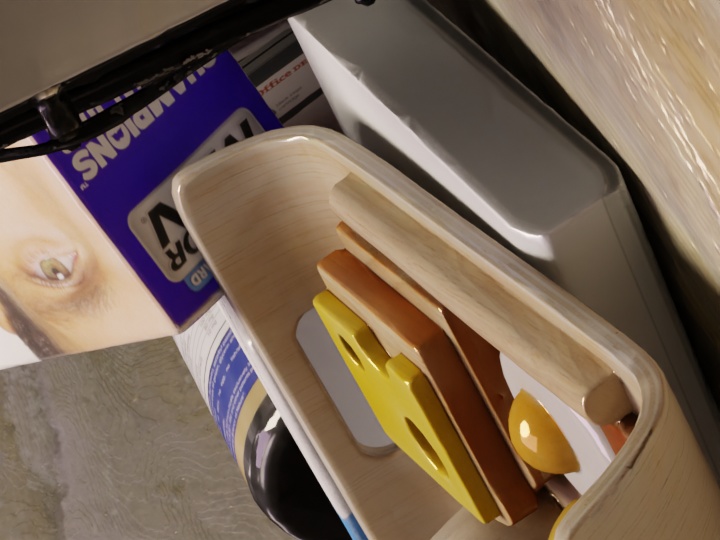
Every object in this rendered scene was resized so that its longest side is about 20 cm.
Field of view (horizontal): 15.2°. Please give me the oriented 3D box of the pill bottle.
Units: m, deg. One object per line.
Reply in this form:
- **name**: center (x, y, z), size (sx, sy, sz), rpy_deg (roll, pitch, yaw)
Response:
- **pill bottle**: center (-0.025, 0.013, 1.136), size (0.200, 0.112, 0.112), rpy_deg (59, 177, 46)

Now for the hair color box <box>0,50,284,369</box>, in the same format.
- **hair color box**: center (-0.111, -0.072, 0.660), size (0.200, 0.065, 0.109), rpy_deg (52, 148, -17)

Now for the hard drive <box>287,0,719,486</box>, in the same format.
- **hard drive**: center (0.052, 0.030, 0.633), size (0.132, 0.027, 0.200), rpy_deg (47, 168, 52)

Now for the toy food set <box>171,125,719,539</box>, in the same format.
- **toy food set**: center (0.029, 0.061, 0.574), size (0.144, 0.060, 0.200), rpy_deg (61, 168, -30)

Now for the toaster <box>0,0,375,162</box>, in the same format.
- **toaster**: center (-0.077, -0.076, 0.497), size (0.119, 0.181, 0.200), rpy_deg (64, 176, -4)

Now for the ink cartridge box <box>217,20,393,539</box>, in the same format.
- **ink cartridge box**: center (0.000, 0.000, 0.802), size (0.145, 0.084, 0.200), rpy_deg (63, 177, -36)
